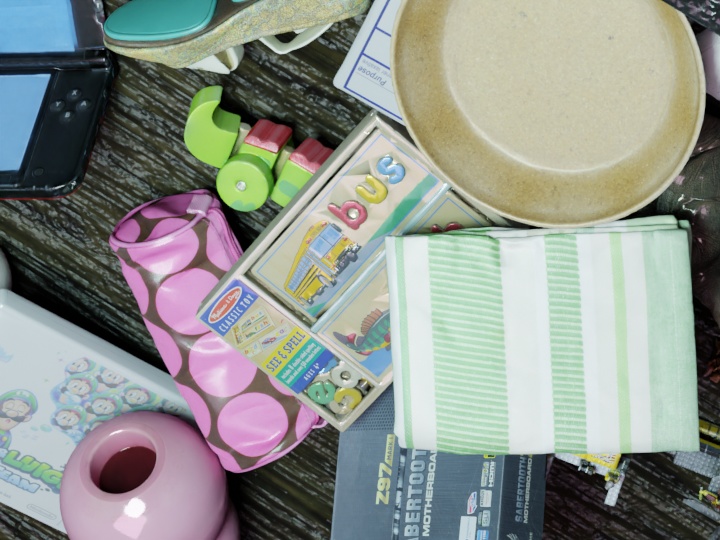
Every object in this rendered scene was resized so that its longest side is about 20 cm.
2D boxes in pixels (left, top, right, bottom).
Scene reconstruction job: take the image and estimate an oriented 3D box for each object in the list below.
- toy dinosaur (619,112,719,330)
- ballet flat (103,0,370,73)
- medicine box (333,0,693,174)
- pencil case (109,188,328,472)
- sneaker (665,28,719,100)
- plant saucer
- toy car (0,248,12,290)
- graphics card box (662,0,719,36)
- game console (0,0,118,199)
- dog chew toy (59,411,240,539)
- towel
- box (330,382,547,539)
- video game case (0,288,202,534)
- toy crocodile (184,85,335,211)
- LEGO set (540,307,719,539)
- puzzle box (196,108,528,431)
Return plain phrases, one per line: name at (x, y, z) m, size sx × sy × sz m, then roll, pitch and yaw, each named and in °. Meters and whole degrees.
toy dinosaur at (0.220, -0.050, 1.682) m, size 0.102 × 0.077 × 0.201 m, roll -8°, pitch 108°, yaw -7°
ballet flat at (-0.080, -0.168, 1.718) m, size 0.199 × 0.071 × 0.071 m, roll -17°, pitch 111°, yaw 26°
medicine box at (0.111, -0.168, 1.626) m, size 0.182 × 0.103 × 0.200 m, roll 30°, pitch 124°, yaw 1°
pencil case at (-0.098, 0.039, 1.824) m, size 0.093 × 0.091 × 0.201 m, roll -16°, pitch 110°, yaw 37°
sneaker at (0.273, -0.104, 1.598) m, size 0.200 × 0.076 × 0.088 m, roll 28°, pitch 139°, yaw -35°
plant saucer at (0.117, -0.123, 1.562) m, size 0.199 × 0.035 × 0.201 m, roll 10°, pitch 120°, yaw 17°
toy car at (-0.368, 0.011, 1.862) m, size 0.200 × 0.150 × 0.175 m, roll -37°, pitch 102°, yaw 32°
graphics card box at (0.226, -0.196, 1.511) m, size 0.125 × 0.200 × 0.051 m, roll 31°, pitch 118°, yaw -1°
game console at (-0.282, -0.149, 1.768) m, size 0.199 × 0.173 × 0.119 m, roll 0°, pitch 145°, yaw 19°
dog chew toy at (-0.145, 0.192, 1.896) m, size 0.124 × 0.125 × 0.200 m, roll 2°, pitch 147°, yaw 18°
towel at (0.118, 0.044, 1.661) m, size 0.199 × 0.023 × 0.154 m, roll -2°, pitch 96°, yaw 7°
box at (0.055, 0.127, 1.748) m, size 0.157 × 0.051 × 0.201 m, roll -4°, pitch 76°, yaw 45°
video game case at (-0.237, 0.111, 1.904) m, size 0.199 × 0.024 × 0.182 m, roll 30°, pitch 127°, yaw -28°
toy crocodile at (-0.033, -0.060, 1.756) m, size 0.199 × 0.068 × 0.062 m, roll 29°, pitch 123°, yaw 2°
LEGO set at (0.209, 0.099, 1.731) m, size 0.199 × 0.116 × 0.154 m, roll 27°, pitch 123°, yaw 3°
puzzle box at (0.000, 0.000, 1.715) m, size 0.133 × 0.025 × 0.200 m, roll 38°, pitch 114°, yaw -10°
